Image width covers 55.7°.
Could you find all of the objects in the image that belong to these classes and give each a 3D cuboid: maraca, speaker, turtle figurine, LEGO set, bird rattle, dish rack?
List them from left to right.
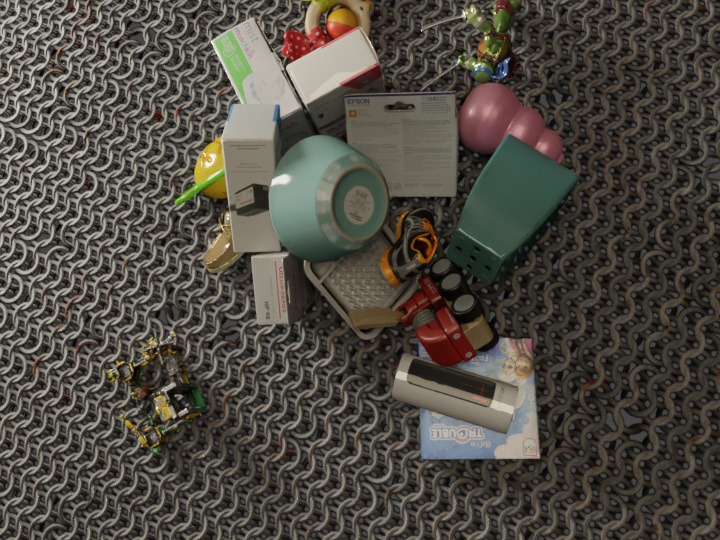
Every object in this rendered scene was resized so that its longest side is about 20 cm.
[{"bbox_3d":[-0.370,0.216,1.213,0.152,0.116,0.202,-21,77,4],"label":"LEGO set"},{"bbox_3d":[-0.261,-0.182,1.271,0.199,0.137,0.108,-32,102,10],"label":"maraca"},{"bbox_3d":[-0.061,-0.472,1.311,0.161,0.113,0.203,12,84,-6],"label":"bird rattle"},{"bbox_3d":[0.000,0.000,1.184,0.172,0.043,0.200,-47,113,-19],"label":"dish rack"},{"bbox_3d":[0.155,0.200,1.114,0.198,0.081,0.082,16,82,12],"label":"speaker"},{"bbox_3d":[0.207,-0.434,1.233,0.198,0.144,0.195,14,61,37],"label":"turtle figurine"}]

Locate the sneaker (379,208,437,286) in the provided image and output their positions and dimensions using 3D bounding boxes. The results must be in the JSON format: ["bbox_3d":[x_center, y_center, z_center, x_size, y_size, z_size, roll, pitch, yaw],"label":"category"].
[{"bbox_3d":[0.100,-0.047,1.172,0.077,0.201,0.079,-24,115,34],"label":"sneaker"}]

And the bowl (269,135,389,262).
[{"bbox_3d":[-0.032,-0.108,1.057,0.104,0.200,0.203,11,78,51],"label":"bowl"}]

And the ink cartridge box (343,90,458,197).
[{"bbox_3d":[0.074,-0.225,1.207,0.197,0.202,0.041,1,36,8],"label":"ink cartridge box"}]

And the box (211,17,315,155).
[{"bbox_3d":[-0.168,-0.323,1.256,0.096,0.177,0.202,-27,77,2],"label":"box"}]

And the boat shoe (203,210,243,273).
[{"bbox_3d":[-0.228,-0.086,1.264,0.201,0.066,0.074,-51,46,-7],"label":"boat shoe"}]

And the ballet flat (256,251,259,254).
[{"bbox_3d":[-0.122,-0.102,1.273,0.200,0.046,0.067,-45,76,-1],"label":"ballet flat"}]

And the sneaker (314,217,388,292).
[{"bbox_3d":[-0.017,-0.046,1.228,0.074,0.082,0.201,34,86,13],"label":"sneaker"}]

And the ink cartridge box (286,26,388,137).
[{"bbox_3d":[-0.033,-0.325,1.224,0.145,0.200,0.083,-28,79,2],"label":"ink cartridge box"}]

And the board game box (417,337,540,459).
[{"bbox_3d":[0.199,0.219,1.166,0.197,0.043,0.202,-3,80,9],"label":"board game box"}]

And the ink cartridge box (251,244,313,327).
[{"bbox_3d":[-0.134,0.022,1.160,0.066,0.200,0.118,-3,98,8],"label":"ink cartridge box"}]

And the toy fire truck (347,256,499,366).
[{"bbox_3d":[0.100,0.083,1.133,0.199,0.129,0.177,-32,33,6],"label":"toy fire truck"}]

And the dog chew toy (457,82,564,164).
[{"bbox_3d":[0.269,-0.243,1.208,0.199,0.125,0.125,32,85,5],"label":"dog chew toy"}]

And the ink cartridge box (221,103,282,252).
[{"bbox_3d":[-0.171,-0.152,1.120,0.083,0.202,0.146,-1,34,-3],"label":"ink cartridge box"}]

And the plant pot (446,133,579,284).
[{"bbox_3d":[0.238,-0.088,1.134,0.141,0.142,0.200,34,63,13],"label":"plant pot"}]
